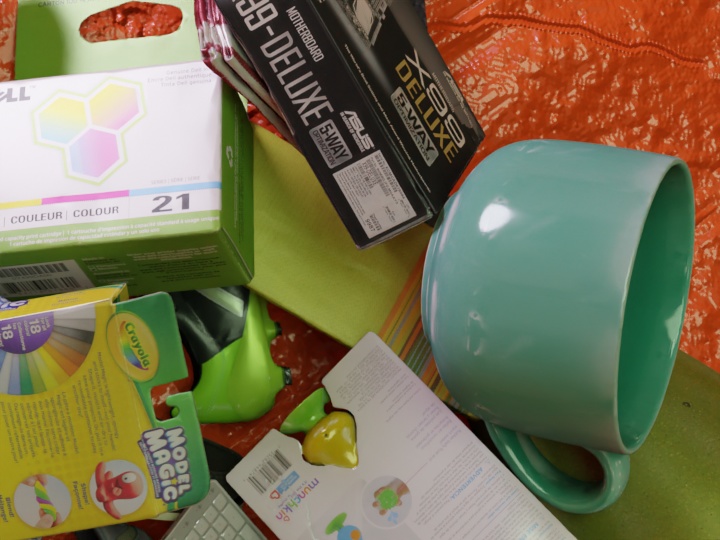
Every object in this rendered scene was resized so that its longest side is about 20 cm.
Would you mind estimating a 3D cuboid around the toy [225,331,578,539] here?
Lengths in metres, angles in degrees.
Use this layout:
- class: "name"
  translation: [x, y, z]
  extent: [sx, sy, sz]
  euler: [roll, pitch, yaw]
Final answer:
- class: "toy"
  translation: [0.036, 0.144, 0.971]
  extent: [0.115, 0.047, 0.200]
  euler: [-45, 80, 0]

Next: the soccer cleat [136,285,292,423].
- class: "soccer cleat"
  translation: [-0.094, -0.010, 1.033]
  extent: [0.081, 0.068, 0.201]
  euler: [-10, 84, -7]

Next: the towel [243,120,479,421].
- class: "towel"
  translation: [0.000, 0.000, 1.002]
  extent: [0.199, 0.018, 0.086]
  euler: [30, 73, -2]

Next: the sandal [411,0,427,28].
- class: "sandal"
  translation: [0.012, -0.114, 1.101]
  extent: [0.075, 0.045, 0.201]
  euler: [9, 63, -22]

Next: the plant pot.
- class: "plant pot"
  translation: [0.158, 0.117, 1.045]
  extent: [0.187, 0.187, 0.200]
  euler: [-41, 81, -20]

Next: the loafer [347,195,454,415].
- class: "loafer"
  translation: [0.037, 0.046, 1.060]
  extent: [0.072, 0.072, 0.201]
  euler: [13, 76, -15]

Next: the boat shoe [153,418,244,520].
- class: "boat shoe"
  translation: [-0.152, 0.085, 0.984]
  extent: [0.201, 0.074, 0.063]
  euler: [20, 104, -11]

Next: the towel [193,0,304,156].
- class: "towel"
  translation: [-0.050, -0.147, 1.006]
  extent: [0.144, 0.023, 0.201]
  euler: [43, 29, -44]

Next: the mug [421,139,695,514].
- class: "mug"
  translation: [0.096, 0.024, 0.926]
  extent: [0.114, 0.152, 0.186]
  euler: [11, 81, 21]

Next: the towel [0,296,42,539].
- class: "towel"
  translation: [-0.226, 0.101, 0.943]
  extent: [0.144, 0.024, 0.201]
  euler: [30, 101, -7]

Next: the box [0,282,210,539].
- class: "box"
  translation: [-0.180, 0.076, 0.902]
  extent: [0.199, 0.048, 0.118]
  euler: [-9, 102, 5]

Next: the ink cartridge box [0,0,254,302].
- class: "ink cartridge box"
  translation: [-0.137, -0.090, 0.976]
  extent: [0.147, 0.076, 0.201]
  euler: [-6, 67, 8]

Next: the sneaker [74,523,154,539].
- class: "sneaker"
  translation: [-0.166, 0.219, 0.955]
  extent: [0.081, 0.074, 0.201]
  euler: [43, 62, -29]

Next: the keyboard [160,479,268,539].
- class: "keyboard"
  translation: [-0.120, 0.203, 0.941]
  extent: [0.056, 0.011, 0.200]
  euler: [49, 61, -22]

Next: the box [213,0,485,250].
- class: "box"
  translation: [-0.012, -0.127, 0.967]
  extent: [0.050, 0.158, 0.201]
  euler: [-27, 100, 22]
